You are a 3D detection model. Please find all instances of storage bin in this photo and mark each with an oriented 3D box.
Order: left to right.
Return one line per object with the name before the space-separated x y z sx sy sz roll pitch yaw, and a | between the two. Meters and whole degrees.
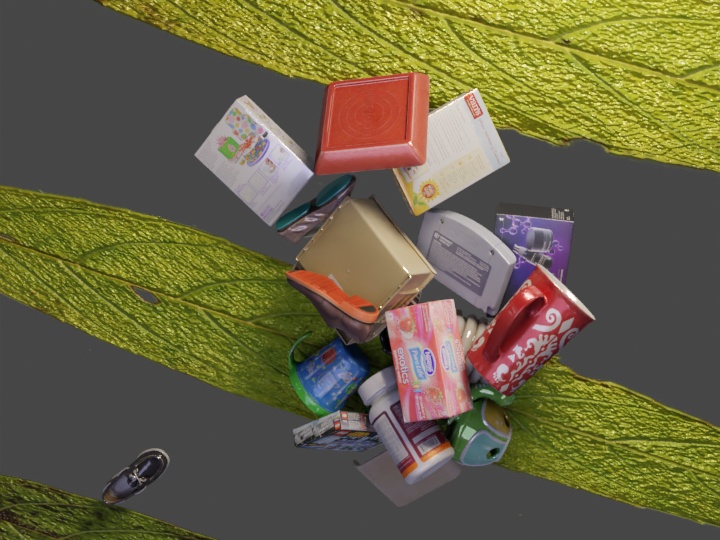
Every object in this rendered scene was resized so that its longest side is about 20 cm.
storage bin | 0.000 0.000 1.495 0.199 0.093 0.201 -47 69 25

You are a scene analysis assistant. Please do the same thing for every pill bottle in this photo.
pill bottle | 0.083 0.290 1.522 0.109 0.109 0.202 -42 68 24

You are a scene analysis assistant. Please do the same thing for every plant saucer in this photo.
plant saucer | 0.017 -0.262 1.382 0.196 0.203 0.037 -4 148 15

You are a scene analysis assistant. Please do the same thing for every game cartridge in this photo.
game cartridge | 0.188 -0.025 1.464 0.199 0.041 0.135 36 130 30

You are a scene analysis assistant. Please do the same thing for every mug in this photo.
mug | 0.271 0.097 1.377 0.176 0.134 0.200 34 105 -29

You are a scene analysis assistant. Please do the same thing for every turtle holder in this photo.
turtle holder | 0.232 0.294 1.578 0.130 0.141 0.188 24 94 3

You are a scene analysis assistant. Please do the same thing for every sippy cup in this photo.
sippy cup | -0.053 0.207 1.617 0.130 0.140 0.177 -41 125 13

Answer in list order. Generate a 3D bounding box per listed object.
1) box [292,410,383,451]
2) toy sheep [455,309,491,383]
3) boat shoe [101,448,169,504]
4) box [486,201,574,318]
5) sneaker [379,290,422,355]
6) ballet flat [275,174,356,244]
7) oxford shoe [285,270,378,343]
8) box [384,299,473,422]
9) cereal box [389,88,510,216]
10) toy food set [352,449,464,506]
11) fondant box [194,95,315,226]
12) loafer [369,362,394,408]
box | -0.018 0.325 1.610 0.136 0.198 0.041 -29 60 36
toy sheep | 0.217 0.148 1.521 0.197 0.138 0.140 21 114 5
boat shoe | -0.525 0.481 1.866 0.198 0.060 0.074 -31 100 22
box | 0.308 -0.012 1.469 0.138 0.079 0.204 7 112 13
sneaker | 0.074 0.078 1.552 0.072 0.088 0.204 10 113 9
ballet flat | -0.072 -0.112 1.534 0.198 0.069 0.067 -29 122 27
oxford shoe | -0.062 0.062 1.443 0.198 0.071 0.074 31 114 27
box | 0.124 0.161 1.439 0.101 0.094 0.204 -13 84 34
cereal box | 0.147 -0.207 1.410 0.198 0.040 0.146 -29 104 -4
toy food set | 0.101 0.405 1.697 0.199 0.061 0.144 -35 111 24
fondant box | -0.194 -0.207 1.522 0.200 0.058 0.144 42 114 -6
loafer | 0.073 0.216 1.616 0.069 0.070 0.202 26 115 -7
